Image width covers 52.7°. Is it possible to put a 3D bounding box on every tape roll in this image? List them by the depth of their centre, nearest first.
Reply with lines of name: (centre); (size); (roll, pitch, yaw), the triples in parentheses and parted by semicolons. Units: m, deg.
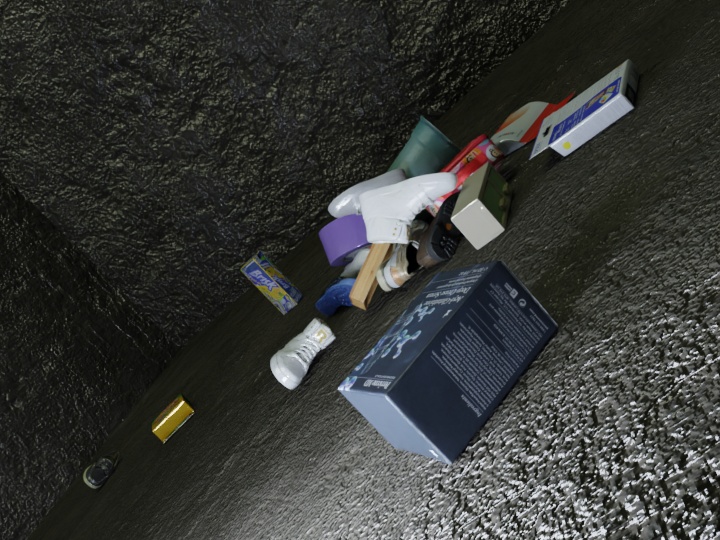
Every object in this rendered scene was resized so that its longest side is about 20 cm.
tape roll: (0.003, -0.087, 1.790); (0.199, 0.085, 0.200); (-21, -8, -3)

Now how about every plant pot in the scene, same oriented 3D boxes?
plant pot: (0.159, -0.236, 1.768); (0.196, 0.200, 0.200); (-49, 8, 12)

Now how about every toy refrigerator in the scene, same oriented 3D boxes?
toy refrigerator: (0.226, -0.124, 1.322); (0.070, 0.076, 0.200); (-38, 11, 28)

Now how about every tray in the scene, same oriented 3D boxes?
tray: (0.035, -0.023, 1.499); (0.099, 0.037, 0.201); (73, -140, -77)

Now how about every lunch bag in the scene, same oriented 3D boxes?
lunch bag: (0.214, -0.193, 1.538); (0.200, 0.082, 0.176); (-43, -5, 8)

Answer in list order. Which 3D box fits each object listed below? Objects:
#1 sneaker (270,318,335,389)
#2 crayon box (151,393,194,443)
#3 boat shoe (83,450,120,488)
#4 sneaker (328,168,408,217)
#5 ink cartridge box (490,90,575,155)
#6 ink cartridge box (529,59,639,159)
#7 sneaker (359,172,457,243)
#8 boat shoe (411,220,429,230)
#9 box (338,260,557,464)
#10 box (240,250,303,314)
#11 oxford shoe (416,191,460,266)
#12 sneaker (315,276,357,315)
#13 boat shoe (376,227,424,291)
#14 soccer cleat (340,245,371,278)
sneaker: (-0.111, 0.155, 1.463); (0.116, 0.074, 0.200); (-44, 8, 13)
crayon box: (-0.563, 0.441, 2.180); (0.127, 0.051, 0.200); (-46, 11, -14)
boat shoe: (-0.849, 0.648, 2.400); (0.066, 0.072, 0.201); (-47, 5, 6)
sneaker: (0.034, -0.143, 1.658); (0.199, 0.116, 0.074); (-25, -18, -4)
ink cartridge box: (0.383, -0.341, 1.682); (0.162, 0.050, 0.200); (-49, 8, -29)
ink cartridge box: (0.416, -0.288, 1.348); (0.200, 0.047, 0.198); (-38, 13, 38)
sneaker: (0.098, -0.110, 1.383); (0.199, 0.116, 0.074); (-15, -14, 26)
boat shoe: (0.110, -0.085, 1.644); (0.073, 0.067, 0.200); (-40, 11, 19)
box: (0.095, 0.099, 0.822); (0.200, 0.107, 0.148); (-48, 11, -19)
box: (-0.278, 0.038, 2.287); (0.070, 0.200, 0.064); (-37, 12, 28)
oxford shoe: (0.160, -0.084, 1.430); (0.084, 0.073, 0.200); (-34, 13, 50)
sneaker: (-0.040, 0.043, 1.701); (0.078, 0.070, 0.200); (-57, 14, -29)
boat shoe: (0.101, -0.028, 1.460); (0.068, 0.075, 0.200); (-20, 23, 34)
soccer cleat: (0.000, 0.000, 1.753); (0.078, 0.069, 0.200); (-52, 5, -21)
